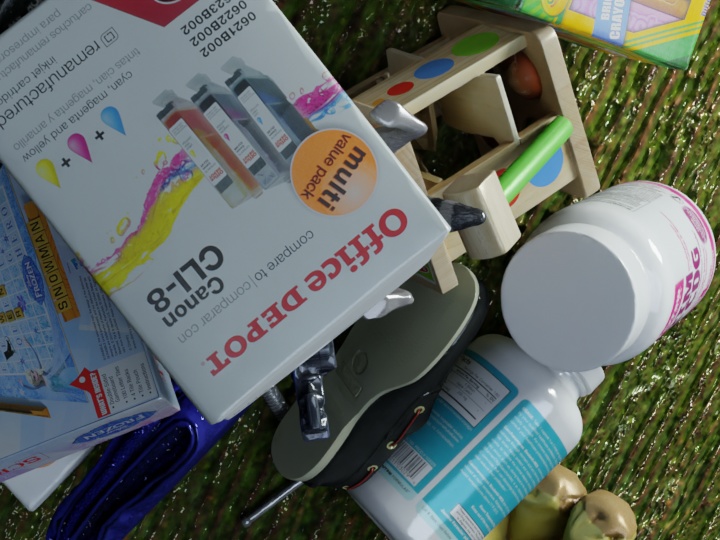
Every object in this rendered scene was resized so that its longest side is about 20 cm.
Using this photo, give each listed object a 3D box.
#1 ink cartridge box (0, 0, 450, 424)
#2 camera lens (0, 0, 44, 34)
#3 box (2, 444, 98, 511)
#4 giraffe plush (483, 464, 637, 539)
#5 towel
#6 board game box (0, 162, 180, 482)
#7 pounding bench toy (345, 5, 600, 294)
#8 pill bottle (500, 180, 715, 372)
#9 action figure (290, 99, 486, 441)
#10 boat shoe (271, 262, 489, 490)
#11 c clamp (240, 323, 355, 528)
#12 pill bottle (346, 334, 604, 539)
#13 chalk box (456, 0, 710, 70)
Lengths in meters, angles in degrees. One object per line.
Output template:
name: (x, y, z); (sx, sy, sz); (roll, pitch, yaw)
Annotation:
ink cartridge box: (-0.074, -0.044, 0.696); (0.145, 0.145, 0.200); (-39, 89, -5)
camera lens: (-0.232, -0.184, 0.728); (0.159, 0.200, 0.161); (-10, 112, -25)
box: (-0.169, 0.029, 0.873); (0.200, 0.097, 0.124); (-45, 92, -7)
giraffe plush: (0.141, 0.267, 1.130); (0.201, 0.172, 0.162); (-59, 145, -10)
towel: (-0.115, 0.097, 0.891); (0.050, 0.200, 0.148); (44, 114, 1)
board game box: (-0.224, 0.020, 0.793); (0.198, 0.201, 0.041); (-21, 161, 2)
pounding bench toy: (0.083, -0.080, 0.927); (0.155, 0.200, 0.125); (-32, 119, -19)
pill bottle: (0.177, 0.003, 1.010); (0.200, 0.113, 0.114); (-22, 124, -61)
action figure: (0.000, 0.000, 0.868); (0.104, 0.193, 0.202); (-7, 88, -15)
boat shoe: (0.021, 0.075, 0.984); (0.063, 0.074, 0.202); (21, 118, -41)
c clamp: (-0.049, 0.068, 1.018); (0.170, 0.027, 0.201); (-32, 120, -14)
pill bottle: (0.089, 0.125, 1.062); (0.200, 0.111, 0.111); (-43, 122, -8)
chalk box: (0.130, -0.225, 0.951); (0.199, 0.124, 0.125); (12, 101, -30)
